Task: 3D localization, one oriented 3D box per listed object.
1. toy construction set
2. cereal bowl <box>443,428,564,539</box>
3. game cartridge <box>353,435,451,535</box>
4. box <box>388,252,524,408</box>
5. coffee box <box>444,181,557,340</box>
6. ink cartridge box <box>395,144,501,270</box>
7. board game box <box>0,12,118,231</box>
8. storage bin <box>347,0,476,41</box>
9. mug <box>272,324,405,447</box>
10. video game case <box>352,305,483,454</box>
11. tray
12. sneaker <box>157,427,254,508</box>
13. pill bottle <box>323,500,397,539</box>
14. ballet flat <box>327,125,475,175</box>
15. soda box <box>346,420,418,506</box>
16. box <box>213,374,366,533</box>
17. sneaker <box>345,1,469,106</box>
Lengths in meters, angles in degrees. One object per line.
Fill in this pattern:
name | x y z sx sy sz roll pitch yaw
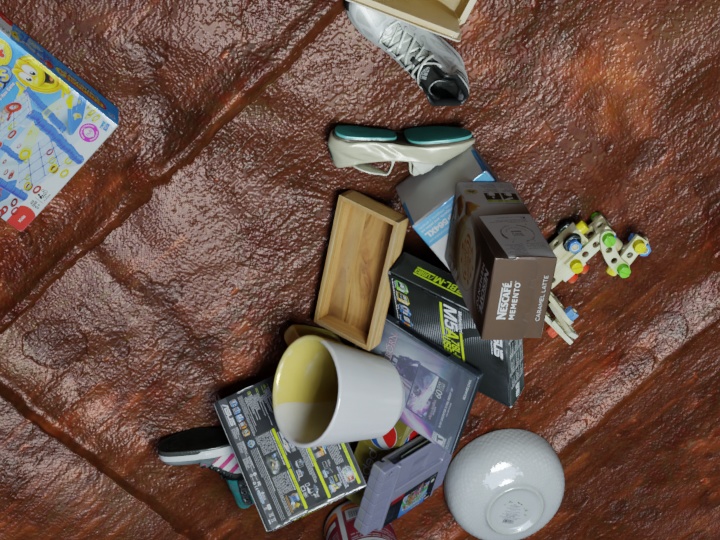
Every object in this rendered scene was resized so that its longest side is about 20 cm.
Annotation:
toy construction set | 0.319 0.001 1.835 0.131 0.092 0.201 37 95 -27
cereal bowl | 0.236 0.355 2.014 0.197 0.084 0.203 -6 119 -10
game cartridge | 0.074 0.311 1.913 0.199 0.038 0.131 -23 133 -47
box | 0.135 0.084 1.759 0.048 0.192 0.201 -48 151 -26
coffee box | 0.170 -0.016 1.575 0.078 0.201 0.116 0 119 -11
ink cartridge box | 0.162 -0.058 1.740 0.125 0.129 0.200 -37 119 10
board game box | -0.440 -0.183 1.588 0.195 0.056 0.200 38 105 -27
storage bin | 0.085 -0.406 1.526 0.196 0.094 0.201 16 123 -23
mug | -0.021 0.154 1.765 0.152 0.190 0.149 10 157 -40
video game case | 0.071 0.154 1.808 0.199 0.019 0.144 31 126 22
tray | 0.000 0.000 1.763 0.098 0.037 0.203 26 121 24
sneaker | -0.200 0.297 1.895 0.197 0.084 0.123 -6 110 -10
pill bottle | 0.011 0.456 1.954 0.111 0.201 0.115 -5 120 -8
ballet flat | 0.054 -0.159 1.700 0.196 0.070 0.070 2 119 -2
soda box | 0.039 0.265 1.918 0.067 0.064 0.202 30 117 22
box | -0.102 0.252 1.825 0.158 0.044 0.202 -24 80 -10
sneaker | 0.070 -0.282 1.604 0.199 0.116 0.076 35 108 -26
